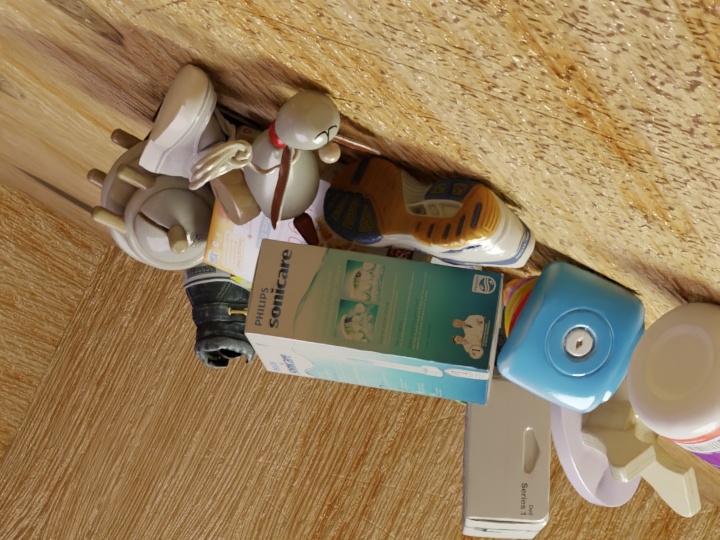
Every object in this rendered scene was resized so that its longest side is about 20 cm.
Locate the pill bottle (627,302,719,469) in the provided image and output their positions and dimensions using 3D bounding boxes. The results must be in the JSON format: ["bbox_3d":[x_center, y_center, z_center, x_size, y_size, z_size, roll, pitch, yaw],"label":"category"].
[{"bbox_3d":[0.314,0.110,1.252,0.200,0.113,0.112,30,172,-39],"label":"pill bottle"}]

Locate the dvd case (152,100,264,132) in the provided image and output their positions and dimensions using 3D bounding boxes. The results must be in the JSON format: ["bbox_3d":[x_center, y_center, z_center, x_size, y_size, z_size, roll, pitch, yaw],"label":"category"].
[{"bbox_3d":[-0.096,-0.110,1.441,0.200,0.025,0.150,27,174,-11],"label":"dvd case"}]

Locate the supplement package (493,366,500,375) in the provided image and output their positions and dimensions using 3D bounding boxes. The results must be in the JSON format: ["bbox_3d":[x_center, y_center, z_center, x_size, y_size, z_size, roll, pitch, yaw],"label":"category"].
[{"bbox_3d":[0.094,0.061,1.722,0.200,0.110,0.114,23,173,19],"label":"supplement package"}]

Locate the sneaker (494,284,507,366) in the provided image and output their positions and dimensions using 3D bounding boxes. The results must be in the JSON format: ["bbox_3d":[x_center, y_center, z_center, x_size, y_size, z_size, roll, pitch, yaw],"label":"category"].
[{"bbox_3d":[0.150,0.074,1.536,0.200,0.084,0.075,29,142,51],"label":"sneaker"}]

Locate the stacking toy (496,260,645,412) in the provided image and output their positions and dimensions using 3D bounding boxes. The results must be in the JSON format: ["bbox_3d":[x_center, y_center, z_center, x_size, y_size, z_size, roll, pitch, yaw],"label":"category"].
[{"bbox_3d":[0.169,0.043,1.401,0.110,0.116,0.200,25,-175,-15],"label":"stacking toy"}]

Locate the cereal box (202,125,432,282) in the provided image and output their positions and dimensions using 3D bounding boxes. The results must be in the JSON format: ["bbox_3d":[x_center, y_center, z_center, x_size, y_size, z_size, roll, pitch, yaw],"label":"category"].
[{"bbox_3d":[-0.034,-0.031,1.368,0.200,0.040,0.144,22,130,8],"label":"cereal box"}]

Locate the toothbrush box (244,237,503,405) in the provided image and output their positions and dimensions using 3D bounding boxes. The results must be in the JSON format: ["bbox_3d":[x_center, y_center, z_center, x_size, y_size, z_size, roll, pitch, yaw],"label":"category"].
[{"bbox_3d":[0.015,0.045,1.279,0.200,0.085,0.146,7,165,7],"label":"toothbrush box"}]

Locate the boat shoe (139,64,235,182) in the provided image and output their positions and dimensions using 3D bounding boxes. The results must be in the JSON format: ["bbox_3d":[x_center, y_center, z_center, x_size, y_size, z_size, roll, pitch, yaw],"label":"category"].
[{"bbox_3d":[-0.139,-0.113,1.291,0.068,0.072,0.200,22,160,-11],"label":"boat shoe"}]

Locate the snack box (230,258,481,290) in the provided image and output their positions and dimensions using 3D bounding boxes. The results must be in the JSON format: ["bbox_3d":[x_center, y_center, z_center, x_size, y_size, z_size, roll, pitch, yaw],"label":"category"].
[{"bbox_3d":[0.000,0.000,1.499,0.200,0.068,0.169,0,164,21],"label":"snack box"}]

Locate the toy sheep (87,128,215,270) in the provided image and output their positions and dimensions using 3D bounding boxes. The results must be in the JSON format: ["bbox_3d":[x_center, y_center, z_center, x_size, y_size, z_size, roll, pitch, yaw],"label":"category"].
[{"bbox_3d":[-0.187,-0.065,1.466,0.138,0.138,0.200,28,-158,-24],"label":"toy sheep"}]

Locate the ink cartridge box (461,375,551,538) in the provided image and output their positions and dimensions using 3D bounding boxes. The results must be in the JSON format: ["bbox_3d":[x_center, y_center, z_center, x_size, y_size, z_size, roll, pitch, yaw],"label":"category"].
[{"bbox_3d":[0.147,0.194,1.571,0.084,0.146,0.200,2,166,4],"label":"ink cartridge box"}]

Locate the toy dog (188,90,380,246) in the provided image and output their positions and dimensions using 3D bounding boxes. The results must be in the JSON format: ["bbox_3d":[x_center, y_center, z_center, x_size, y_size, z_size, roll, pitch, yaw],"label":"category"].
[{"bbox_3d":[-0.049,-0.069,1.197,0.096,0.132,0.200,55,-178,0],"label":"toy dog"}]

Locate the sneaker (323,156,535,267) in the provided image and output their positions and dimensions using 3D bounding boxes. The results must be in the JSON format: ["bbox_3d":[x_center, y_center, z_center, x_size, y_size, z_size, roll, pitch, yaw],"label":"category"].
[{"bbox_3d":[0.052,-0.036,1.241,0.088,0.075,0.200,30,173,-41],"label":"sneaker"}]

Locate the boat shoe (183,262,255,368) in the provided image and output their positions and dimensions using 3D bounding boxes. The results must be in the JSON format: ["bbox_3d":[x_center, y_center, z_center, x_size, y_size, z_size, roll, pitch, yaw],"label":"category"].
[{"bbox_3d":[-0.122,0.058,1.545,0.071,0.091,0.200,-10,164,18],"label":"boat shoe"}]

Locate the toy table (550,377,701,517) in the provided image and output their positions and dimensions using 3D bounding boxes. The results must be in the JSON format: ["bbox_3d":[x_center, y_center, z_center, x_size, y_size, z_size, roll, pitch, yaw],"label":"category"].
[{"bbox_3d":[0.278,0.155,1.567,0.117,0.184,0.200,4,127,48],"label":"toy table"}]

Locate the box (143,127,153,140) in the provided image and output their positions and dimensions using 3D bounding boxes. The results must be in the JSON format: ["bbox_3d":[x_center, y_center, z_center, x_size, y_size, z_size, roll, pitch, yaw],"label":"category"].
[{"bbox_3d":[-0.156,-0.066,1.624,0.200,0.075,0.100,41,177,-12],"label":"box"}]

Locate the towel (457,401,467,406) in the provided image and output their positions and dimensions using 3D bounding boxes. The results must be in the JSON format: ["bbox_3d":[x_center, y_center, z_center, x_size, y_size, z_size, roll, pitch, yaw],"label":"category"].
[{"bbox_3d":[0.089,0.089,1.849,0.143,0.023,0.200,17,-151,7],"label":"towel"}]
